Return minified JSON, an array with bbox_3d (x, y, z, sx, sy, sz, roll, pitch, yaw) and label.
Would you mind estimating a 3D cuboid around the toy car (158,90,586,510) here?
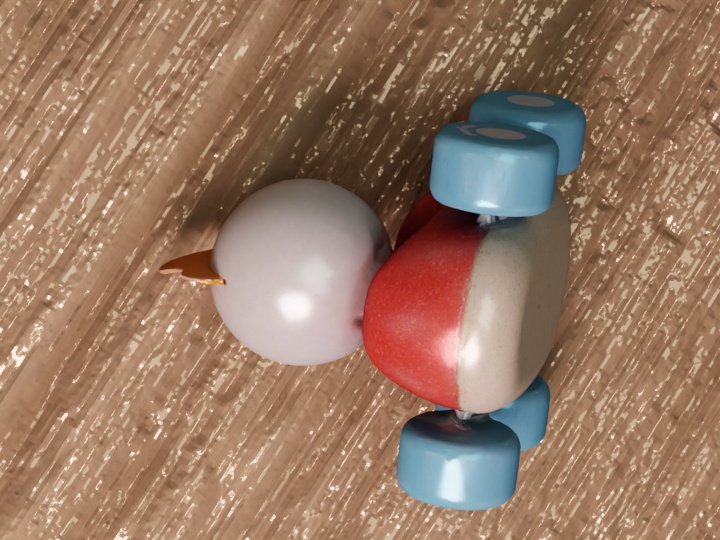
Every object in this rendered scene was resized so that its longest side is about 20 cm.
[{"bbox_3d":[0.000,0.000,1.227,0.200,0.177,0.185,10,106,12],"label":"toy car"}]
